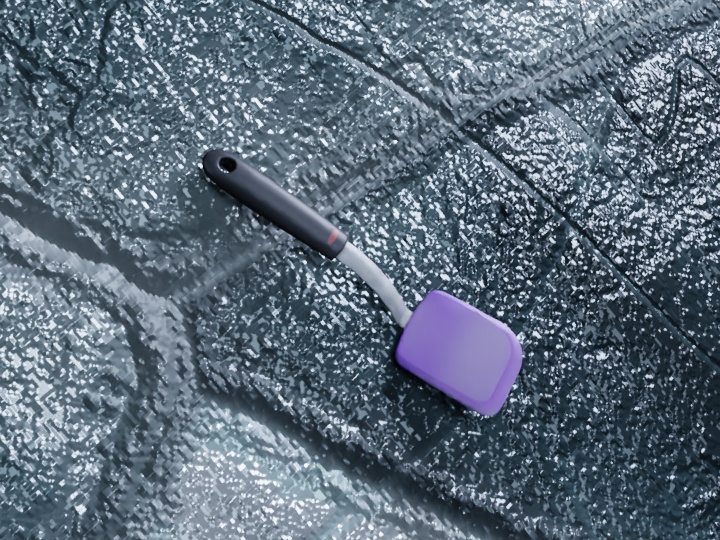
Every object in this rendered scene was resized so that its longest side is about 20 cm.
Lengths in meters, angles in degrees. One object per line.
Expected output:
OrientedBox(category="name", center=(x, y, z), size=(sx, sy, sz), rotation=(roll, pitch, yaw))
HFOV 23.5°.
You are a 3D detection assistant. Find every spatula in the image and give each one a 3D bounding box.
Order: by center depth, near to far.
OrientedBox(category="spatula", center=(0.000, 0.000, 0.898), size=(0.200, 0.021, 0.057), rotation=(39, 56, -10))
